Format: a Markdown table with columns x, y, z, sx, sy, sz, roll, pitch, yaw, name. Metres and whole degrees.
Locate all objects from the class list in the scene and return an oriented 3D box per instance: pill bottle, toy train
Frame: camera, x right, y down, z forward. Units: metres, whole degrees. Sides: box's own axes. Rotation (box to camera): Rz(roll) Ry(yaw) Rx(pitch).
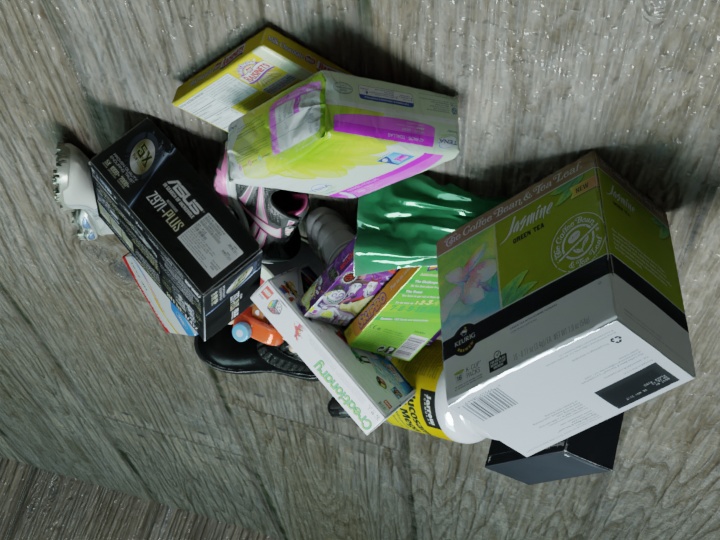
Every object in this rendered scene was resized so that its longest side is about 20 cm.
| x | y | z | sx | sy | sz | roll | pitch | yaw | name |
| --- | --- | --- | --- | --- | --- | --- | --- | --- | --- |
| 0.102 | 0.141 | 1.797 | 0.112 | 0.114 | 0.199 | 34 | 164 | -37 | pill bottle |
| -0.072 | 0.056 | 1.917 | 0.149 | 0.056 | 0.200 | 25 | -159 | 18 | toy train |

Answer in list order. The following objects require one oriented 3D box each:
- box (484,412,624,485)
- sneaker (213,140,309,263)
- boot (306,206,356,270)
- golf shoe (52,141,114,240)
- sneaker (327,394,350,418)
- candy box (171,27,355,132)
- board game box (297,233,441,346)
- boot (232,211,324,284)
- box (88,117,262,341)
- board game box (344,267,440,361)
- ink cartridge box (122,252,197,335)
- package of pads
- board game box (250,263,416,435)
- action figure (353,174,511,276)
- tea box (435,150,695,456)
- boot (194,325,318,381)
| x | y | z | sx | sy | sz | roll | pitch | yaw | name |
| --- | --- | --- | --- | --- | --- | --- | --- | --- | --- |
| 0.250 | 0.187 | 1.937 | 0.078 | 0.143 | 0.200 | 25 | 159 | -18 | box |
| -0.093 | -0.064 | 1.675 | 0.085 | 0.081 | 0.200 | 10 | 159 | 20 | sneaker |
| 0.000 | 0.000 | 1.757 | 0.096 | 0.073 | 0.201 | 55 | 177 | 36 | boot |
| -0.307 | -0.099 | 1.804 | 0.096 | 0.079 | 0.200 | -2 | 163 | 4 | golf shoe |
| -0.001 | 0.128 | 1.960 | 0.078 | 0.200 | 0.076 | -15 | 111 | 10 | sneaker |
| -0.097 | -0.174 | 1.474 | 0.102 | 0.027 | 0.199 | 28 | 157 | -24 | candy box |
| 0.040 | 0.023 | 1.699 | 0.199 | 0.032 | 0.120 | 15 | 125 | -41 | board game box |
| -0.115 | 0.002 | 1.879 | 0.198 | 0.073 | 0.144 | 28 | 159 | -3 | boot |
| -0.203 | -0.042 | 1.683 | 0.200 | 0.086 | 0.164 | 48 | 163 | 12 | box |
| 0.076 | 0.021 | 1.671 | 0.095 | 0.030 | 0.200 | 16 | 130 | -39 | board game box |
| -0.229 | 0.014 | 1.882 | 0.117 | 0.067 | 0.200 | 60 | 162 | -9 | ink cartridge box |
| -0.023 | -0.122 | 1.431 | 0.153 | 0.069 | 0.199 | 6 | 167 | -31 | package of pads |
| -0.028 | 0.085 | 1.711 | 0.200 | 0.035 | 0.126 | 49 | -161 | 6 | board game box |
| 0.096 | -0.046 | 1.564 | 0.197 | 0.120 | 0.055 | 5 | -176 | 8 | action figure |
| 0.189 | 0.034 | 1.441 | 0.199 | 0.199 | 0.133 | -30 | 133 | 31 | tea box |
| -0.133 | 0.094 | 2.099 | 0.208 | 0.081 | 0.158 | 5 | 165 | 3 | boot |
